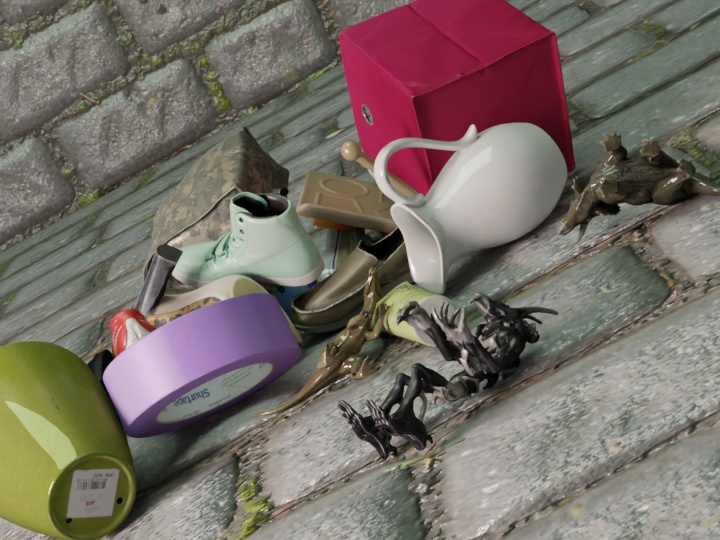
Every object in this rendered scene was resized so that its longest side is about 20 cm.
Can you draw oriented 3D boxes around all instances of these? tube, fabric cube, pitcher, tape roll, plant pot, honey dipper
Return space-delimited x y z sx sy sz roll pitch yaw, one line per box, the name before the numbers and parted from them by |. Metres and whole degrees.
tube | 0.047 0.043 1.460 0.057 0.052 0.200 3 3 -15
fabric cube | 0.115 -0.202 1.687 0.199 0.197 0.199 -25 39 -13
pitcher | 0.119 -0.097 1.535 0.199 0.173 0.121 -35 21 -19
tape roll | -0.164 0.100 1.455 0.199 0.066 0.200 -25 -13 -6
plant pot | -0.311 0.191 1.425 0.186 0.188 0.200 -35 31 -20
honey dipper | 0.054 -0.088 1.585 0.038 0.199 0.038 -40 31 31

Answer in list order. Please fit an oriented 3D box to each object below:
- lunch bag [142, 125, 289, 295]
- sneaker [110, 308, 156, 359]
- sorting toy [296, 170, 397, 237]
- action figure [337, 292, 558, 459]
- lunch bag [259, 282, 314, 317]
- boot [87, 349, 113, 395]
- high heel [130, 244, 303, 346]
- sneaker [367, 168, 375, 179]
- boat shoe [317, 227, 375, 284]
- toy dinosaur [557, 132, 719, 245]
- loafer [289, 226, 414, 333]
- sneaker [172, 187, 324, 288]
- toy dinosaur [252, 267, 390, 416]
lunch bag | -0.195 -0.060 1.811 0.199 0.118 0.165 -35 28 19
sneaker | -0.244 0.103 1.592 0.077 0.085 0.201 -26 -24 -17
sorting toy | 0.015 -0.076 1.766 0.183 0.037 0.200 11 16 -1
action figure | 0.077 0.070 1.212 0.200 0.102 0.119 -38 6 -24
lunch bag | -0.156 0.054 1.757 0.150 0.095 0.200 -34 1 -23
boot | -0.373 0.183 1.709 0.167 0.077 0.200 -24 22 6
high heel | -0.169 0.070 1.608 0.143 0.199 0.071 -64 -5 35
sneaker | 0.091 -0.149 1.887 0.197 0.080 0.129 -17 2 -17
boat shoe | -0.010 -0.017 1.744 0.061 0.073 0.200 -6 27 10
toy dinosaur | 0.284 -0.091 1.390 0.198 0.078 0.102 -12 -15 12
loafer | 0.000 0.000 1.608 0.199 0.070 0.075 -31 31 -8
sneaker | -0.146 -0.044 1.617 0.199 0.119 0.074 -1 39 26
toy dinosaur | -0.022 0.090 1.440 0.201 0.058 0.101 -52 11 -10
